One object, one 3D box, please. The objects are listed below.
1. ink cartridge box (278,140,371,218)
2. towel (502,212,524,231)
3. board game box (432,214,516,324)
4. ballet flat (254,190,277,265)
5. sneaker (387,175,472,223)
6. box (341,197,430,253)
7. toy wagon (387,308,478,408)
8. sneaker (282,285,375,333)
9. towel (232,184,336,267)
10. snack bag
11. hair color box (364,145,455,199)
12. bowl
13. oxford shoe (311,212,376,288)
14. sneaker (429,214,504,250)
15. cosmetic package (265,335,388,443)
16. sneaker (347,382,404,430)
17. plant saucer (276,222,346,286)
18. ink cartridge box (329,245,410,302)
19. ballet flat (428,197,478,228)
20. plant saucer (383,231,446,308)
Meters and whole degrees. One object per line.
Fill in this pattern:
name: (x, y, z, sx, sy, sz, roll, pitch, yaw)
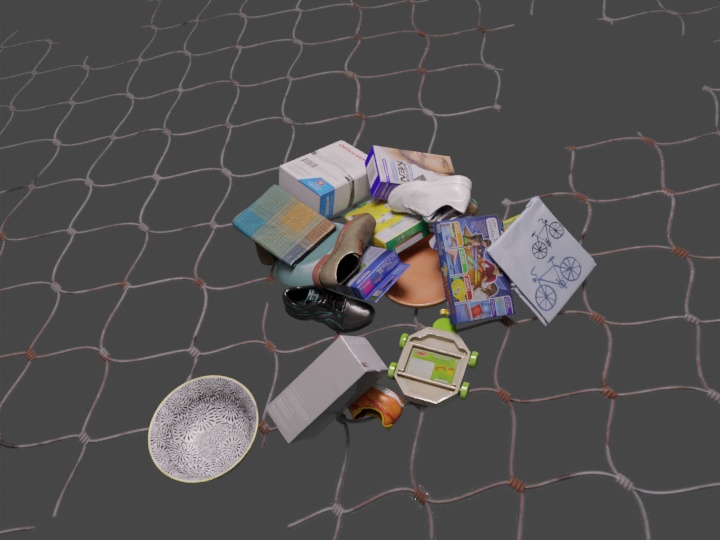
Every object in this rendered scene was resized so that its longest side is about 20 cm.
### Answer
ink cartridge box: (-0.070, -0.212, 1.538, 0.199, 0.085, 0.146, -29, 52, -35)
towel: (0.371, -0.042, 1.412, 0.085, 0.018, 0.201, -22, 53, -2)
board game box: (0.224, -0.003, 1.293, 0.134, 0.034, 0.202, -7, 84, -21)
ballet flat: (-0.213, -0.107, 1.513, 0.067, 0.073, 0.201, -8, 51, 17)
sneaker: (0.135, -0.135, 1.362, 0.199, 0.075, 0.089, -9, 65, 40)
box: (0.050, -0.105, 1.462, 0.117, 0.049, 0.200, -30, 38, -16)
toy wagon: (0.148, 0.166, 1.268, 0.154, 0.040, 0.201, 13, 55, 18)
sneaker: (-0.069, 0.076, 1.342, 0.198, 0.079, 0.076, 6, 63, 13)
towel: (-0.169, -0.099, 1.442, 0.199, 0.022, 0.147, 34, 64, 28)
snack bag: (0.361, -0.022, 1.319, 0.200, 0.021, 0.189, 47, 68, -4)
hair color box: (0.118, -0.214, 1.500, 0.198, 0.065, 0.110, 5, 54, -22)
bowl: (-0.271, 0.302, 1.191, 0.199, 0.095, 0.202, -5, 52, 6)
oxford shoe: (-0.014, -0.038, 1.332, 0.074, 0.071, 0.201, 5, 53, 45)
sneaker: (0.250, -0.048, 1.363, 0.198, 0.081, 0.116, -3, 55, -37)
cosmetic package: (-0.058, 0.209, 1.164, 0.200, 0.107, 0.090, -46, 68, 11)
sneaker: (-0.016, 0.229, 1.226, 0.199, 0.073, 0.077, 24, 69, 28)
plant saucer: (-0.101, -0.047, 1.433, 0.198, 0.036, 0.201, -18, 35, 13)
ink cartridge box: (0.000, 0.000, 1.368, 0.119, 0.042, 0.199, -44, 33, -23)
ballet flat: (0.174, -0.115, 1.422, 0.065, 0.071, 0.199, -48, 19, -22)
plant saucer: (0.128, 0.002, 1.400, 0.198, 0.038, 0.202, -4, 52, 5)
